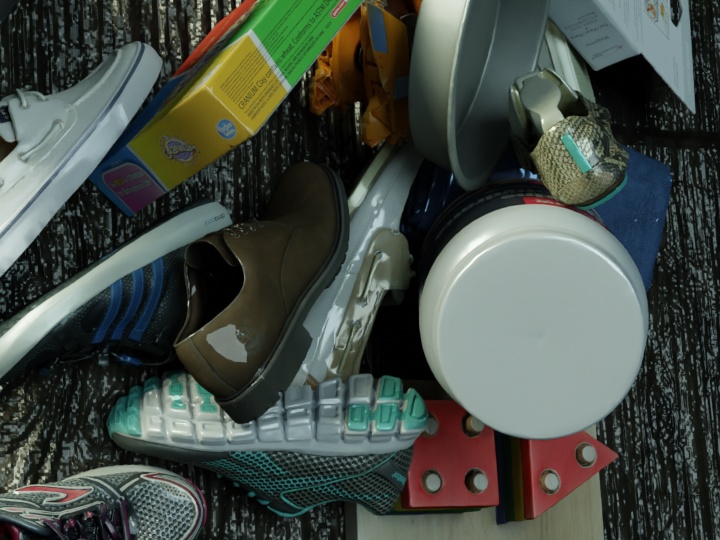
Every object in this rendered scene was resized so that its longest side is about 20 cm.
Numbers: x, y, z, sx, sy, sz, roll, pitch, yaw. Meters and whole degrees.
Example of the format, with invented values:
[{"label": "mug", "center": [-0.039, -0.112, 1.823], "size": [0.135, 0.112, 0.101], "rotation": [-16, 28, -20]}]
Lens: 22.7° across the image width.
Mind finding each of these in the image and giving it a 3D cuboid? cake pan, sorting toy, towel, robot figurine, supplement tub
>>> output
[{"label": "cake pan", "center": [0.077, -0.152, 1.149], "size": [0.037, 0.200, 0.201], "rotation": [14, 66, 17]}, {"label": "sorting toy", "center": [0.092, 0.172, 1.208], "size": [0.198, 0.070, 0.201], "rotation": [3, 77, -28]}, {"label": "towel", "center": [0.123, -0.053, 1.279], "size": [0.199, 0.048, 0.112], "rotation": [17, 88, -22]}, {"label": "robot figurine", "center": [-0.002, -0.187, 1.155], "size": [0.058, 0.145, 0.201], "rotation": [-22, 121, -25]}, {"label": "supplement tub", "center": [0.106, 0.021, 1.136], "size": [0.139, 0.200, 0.141], "rotation": [0, 100, 0]}]

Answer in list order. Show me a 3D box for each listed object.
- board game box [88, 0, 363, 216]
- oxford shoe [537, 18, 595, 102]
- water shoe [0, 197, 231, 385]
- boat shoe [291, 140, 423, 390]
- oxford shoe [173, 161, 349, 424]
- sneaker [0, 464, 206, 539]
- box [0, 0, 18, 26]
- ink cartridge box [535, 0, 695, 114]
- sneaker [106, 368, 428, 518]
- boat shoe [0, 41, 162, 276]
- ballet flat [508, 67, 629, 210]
[{"label": "board game box", "center": [-0.078, -0.121, 1.106], "size": [0.040, 0.200, 0.153], "rotation": [43, 62, -13]}, {"label": "oxford shoe", "center": [0.120, -0.192, 1.314], "size": [0.075, 0.057, 0.201], "rotation": [1, 74, -69]}, {"label": "water shoe", "center": [-0.145, 0.029, 1.110], "size": [0.200, 0.071, 0.079], "rotation": [-35, 98, -30]}, {"label": "boat shoe", "center": [0.000, 0.000, 1.191], "size": [0.068, 0.075, 0.201], "rotation": [29, 76, -3]}, {"label": "oxford shoe", "center": [-0.061, -0.008, 1.106], "size": [0.084, 0.073, 0.200], "rotation": [43, 40, -22]}, {"label": "sneaker", "center": [-0.179, 0.163, 1.058], "size": [0.199, 0.075, 0.081], "rotation": [-10, 84, -31]}, {"label": "box", "center": [-0.219, -0.180, 1.043], "size": [0.043, 0.200, 0.161], "rotation": [35, 64, -18]}, {"label": "ink cartridge box", "center": [0.189, -0.232, 1.341], "size": [0.173, 0.043, 0.201], "rotation": [41, 42, -42]}, {"label": "sneaker", "center": [-0.059, 0.117, 1.123], "size": [0.199, 0.078, 0.092], "rotation": [4, 119, 0]}, {"label": "boat shoe", "center": [-0.201, -0.079, 1.108], "size": [0.070, 0.071, 0.200], "rotation": [43, 69, -17]}, {"label": "ballet flat", "center": [0.125, -0.093, 1.148], "size": [0.068, 0.200, 0.075], "rotation": [-34, 102, 6]}]
